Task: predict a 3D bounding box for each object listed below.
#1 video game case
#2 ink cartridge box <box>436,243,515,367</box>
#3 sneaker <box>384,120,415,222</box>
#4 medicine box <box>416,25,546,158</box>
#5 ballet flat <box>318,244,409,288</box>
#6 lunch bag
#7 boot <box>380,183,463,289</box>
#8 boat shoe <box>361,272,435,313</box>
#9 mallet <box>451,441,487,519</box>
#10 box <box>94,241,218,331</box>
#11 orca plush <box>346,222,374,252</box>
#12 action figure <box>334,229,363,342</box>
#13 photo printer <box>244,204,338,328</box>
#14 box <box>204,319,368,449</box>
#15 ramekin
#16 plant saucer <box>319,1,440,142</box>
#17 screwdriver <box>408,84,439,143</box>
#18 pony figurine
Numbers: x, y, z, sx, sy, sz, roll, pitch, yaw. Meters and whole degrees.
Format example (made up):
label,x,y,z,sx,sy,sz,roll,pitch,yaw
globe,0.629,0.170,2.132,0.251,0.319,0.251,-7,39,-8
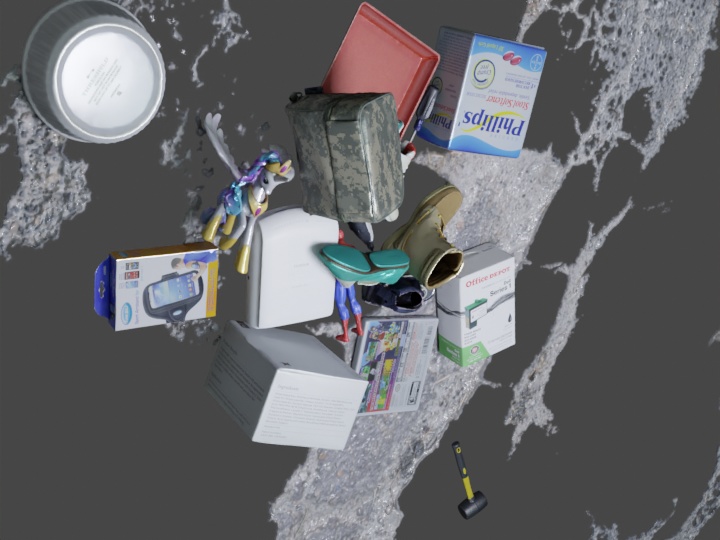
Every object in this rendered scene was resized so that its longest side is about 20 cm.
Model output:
label,x,y,z,sx,sy,sz,roll,pitch,yaw
video game case,0.059,0.186,1.883,0.180,0.023,0.204,0,110,-36
ink cartridge box,0.230,0.067,1.912,0.144,0.084,0.204,-21,121,-27
sneaker,0.057,-0.171,1.652,0.092,0.071,0.202,-20,131,-2
medicine box,0.217,-0.318,1.725,0.179,0.103,0.204,1,108,-35
ballet flat,0.000,0.000,1.659,0.197,0.068,0.071,1,131,-41
lunch bag,-0.031,-0.183,1.519,0.139,0.165,0.204,-42,129,-56
boot,0.146,-0.062,1.750,0.200,0.155,0.073,-43,128,-12
boat shoe,0.096,0.046,1.784,0.198,0.092,0.076,-5,110,-47
mallet,0.239,0.455,2.120,0.065,0.041,0.204,-22,117,-24
box,-0.323,0.025,1.529,0.197,0.041,0.121,-9,115,-35
orca plush,-0.025,-0.128,1.679,0.202,0.070,0.106,72,21,-43
action figure,-0.032,0.024,1.731,0.065,0.051,0.204,-18,114,-34
photo printer,-0.117,-0.012,1.640,0.164,0.069,0.204,-8,114,-33
box,-0.129,0.194,1.637,0.198,0.198,0.133,14,103,-38
ramekin,-0.363,-0.271,1.337,0.199,0.094,0.206,-15,118,-30
plant saucer,0.020,-0.320,1.627,0.198,0.037,0.203,24,96,-40
screwdriver,0.093,-0.235,1.712,0.029,0.028,0.203,-20,138,-56
pony figurine,-0.177,-0.130,1.492,0.164,0.194,0.202,14,121,-35
